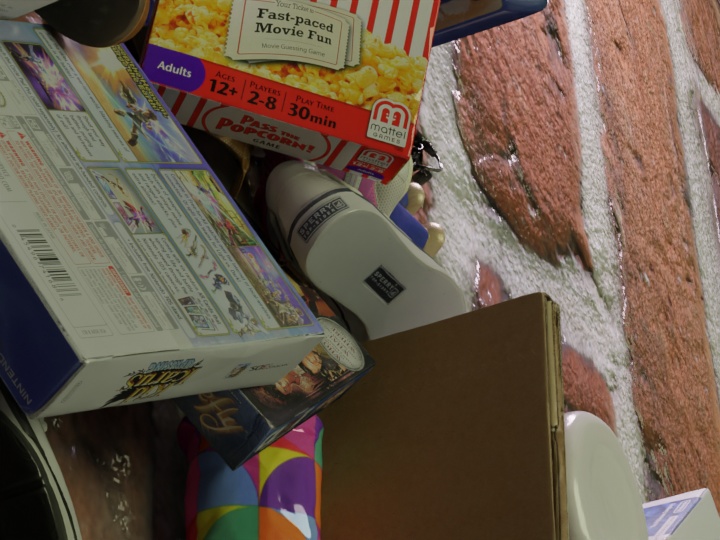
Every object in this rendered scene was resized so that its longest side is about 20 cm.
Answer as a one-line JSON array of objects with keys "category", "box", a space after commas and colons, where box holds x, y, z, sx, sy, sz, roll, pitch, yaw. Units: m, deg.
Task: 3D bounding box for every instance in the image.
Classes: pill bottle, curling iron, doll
[{"category": "pill bottle", "box": [0.053, 0.155, 1.066, 0.113, 0.199, 0.113, 43, 38, -47]}, {"category": "curling iron", "box": [0.005, -0.110, 1.328, 0.200, 0.026, 0.050, 33, 23, -55]}, {"category": "doll", "box": [-0.014, -0.062, 1.233, 0.200, 0.048, 0.137, 35, 24, -50]}]

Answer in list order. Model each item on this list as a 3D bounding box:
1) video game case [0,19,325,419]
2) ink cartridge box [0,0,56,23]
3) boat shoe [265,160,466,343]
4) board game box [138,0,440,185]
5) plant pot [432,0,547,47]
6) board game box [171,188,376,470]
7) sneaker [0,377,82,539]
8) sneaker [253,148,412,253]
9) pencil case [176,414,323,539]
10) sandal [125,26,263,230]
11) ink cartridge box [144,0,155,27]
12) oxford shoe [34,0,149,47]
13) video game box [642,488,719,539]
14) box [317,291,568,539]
[{"category": "video game case", "box": [-0.130, -0.029, 0.859, 0.200, 0.045, 0.181, 54, 27, 18]}, {"category": "ink cartridge box", "box": [-0.167, -0.194, 0.833, 0.128, 0.199, 0.126, 7, 68, -63]}, {"category": "boat shoe", "box": [0.000, 0.000, 1.085, 0.066, 0.072, 0.200, 50, 4, 33]}, {"category": "board game box", "box": [-0.031, -0.164, 1.031, 0.151, 0.046, 0.201, 15, 70, -12]}, {"category": "plant pot", "box": [0.042, -0.259, 1.318, 0.201, 0.199, 0.180, 62, 34, -22]}, {"category": "board game box", "box": [-0.091, -0.001, 0.971, 0.200, 0.035, 0.135, 49, 25, 6]}, {"category": "sneaker", "box": [-0.151, 0.065, 0.852, 0.115, 0.075, 0.201, -28, 97, -63]}, {"category": "sneaker", "box": [-0.015, -0.081, 1.123, 0.081, 0.088, 0.201, -134, -142, -52]}, {"category": "pencil case", "box": [-0.060, 0.166, 0.975, 0.088, 0.088, 0.201, 42, 41, -48]}, {"category": "sandal", "box": [-0.092, -0.102, 1.101, 0.080, 0.054, 0.201, -9, 83, -65]}, {"category": "ink cartridge box", "box": [-0.105, -0.226, 1.120, 0.201, 0.043, 0.196, 63, 22, 14]}, {"category": "oxford shoe", "box": [-0.149, -0.181, 0.954, 0.200, 0.071, 0.071, 58, 11, 31]}, {"category": "video game box", "box": [0.125, 0.205, 1.206, 0.200, 0.182, 0.047, -24, 92, -65]}, {"category": "box", "box": [0.019, 0.109, 1.025, 0.021, 0.199, 0.164, 42, 40, -47]}]
